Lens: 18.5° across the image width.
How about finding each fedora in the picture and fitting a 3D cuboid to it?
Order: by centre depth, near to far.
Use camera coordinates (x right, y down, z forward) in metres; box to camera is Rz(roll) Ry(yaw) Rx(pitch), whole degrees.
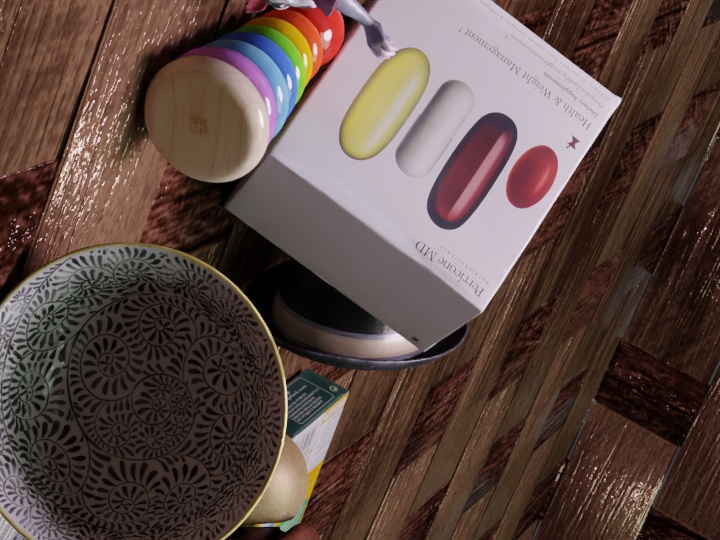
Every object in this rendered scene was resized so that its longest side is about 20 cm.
[{"bbox_3d":[0.000,0.000,1.736,0.201,0.200,0.092,-35,137,-59],"label":"fedora"}]

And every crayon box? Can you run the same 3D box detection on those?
[{"bbox_3d":[-0.086,0.202,2.026,0.126,0.051,0.200,-36,150,-59],"label":"crayon box"}]

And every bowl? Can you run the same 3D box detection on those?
[{"bbox_3d":[-0.141,0.085,1.389,0.201,0.200,0.094,-62,176,-1],"label":"bowl"}]

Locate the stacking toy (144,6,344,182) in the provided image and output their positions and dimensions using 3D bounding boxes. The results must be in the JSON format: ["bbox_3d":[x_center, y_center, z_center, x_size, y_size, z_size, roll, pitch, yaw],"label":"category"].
[{"bbox_3d":[-0.065,-0.137,1.471,0.200,0.085,0.086,-52,163,-54],"label":"stacking toy"}]

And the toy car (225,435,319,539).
[{"bbox_3d":[-0.106,0.184,1.856,0.164,0.157,0.201,22,67,-79],"label":"toy car"}]

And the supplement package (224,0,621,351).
[{"bbox_3d":[0.043,-0.086,1.613,0.200,0.191,0.147,-56,-174,-20],"label":"supplement package"}]

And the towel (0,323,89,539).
[{"bbox_3d":[-0.182,0.117,1.504,0.200,0.034,0.193,-61,148,-6],"label":"towel"}]

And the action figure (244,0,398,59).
[{"bbox_3d":[-0.021,-0.226,1.396,0.149,0.134,0.200,15,136,-39],"label":"action figure"}]
